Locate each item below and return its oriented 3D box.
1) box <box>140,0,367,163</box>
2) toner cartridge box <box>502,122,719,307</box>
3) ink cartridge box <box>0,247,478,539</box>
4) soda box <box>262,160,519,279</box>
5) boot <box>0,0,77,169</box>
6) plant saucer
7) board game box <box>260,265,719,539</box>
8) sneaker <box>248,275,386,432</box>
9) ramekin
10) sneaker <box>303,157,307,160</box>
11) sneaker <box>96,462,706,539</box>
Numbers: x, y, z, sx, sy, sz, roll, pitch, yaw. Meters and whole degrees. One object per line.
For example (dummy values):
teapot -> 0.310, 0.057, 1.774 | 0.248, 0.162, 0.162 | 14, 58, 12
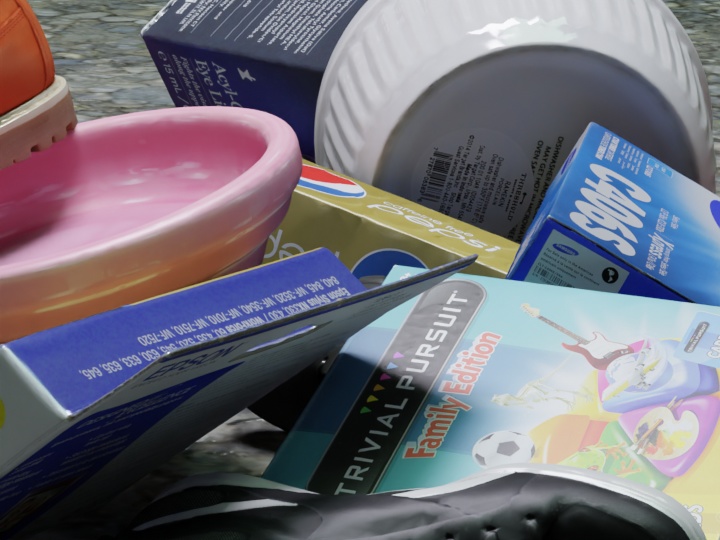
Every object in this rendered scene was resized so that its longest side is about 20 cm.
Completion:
box -> 0.000, -0.095, 1.484 | 0.200, 0.148, 0.104 | 14, 51, 42
toner cartridge box -> 0.118, -0.004, 1.114 | 0.095, 0.043, 0.200 | 32, 17, 0
ink cartridge box -> -0.085, 0.043, 0.925 | 0.200, 0.047, 0.197 | -37, -11, 31
soda box -> 0.000, 0.000, 1.188 | 0.199, 0.064, 0.068 | 23, 14, 19
boot -> -0.203, -0.073, 1.059 | 0.075, 0.108, 0.200 | 2, 25, 36
plant saucer -> -0.117, -0.010, 1.054 | 0.200, 0.051, 0.201 | -12, 18, 4
board game box -> 0.079, 0.069, 0.953 | 0.199, 0.047, 0.151 | 8, 37, 21
sneaker -> 0.020, 0.054, 1.083 | 0.199, 0.076, 0.091 | 8, 22, 35
ramekin -> 0.078, -0.051, 1.283 | 0.199, 0.201, 0.105 | 1, 23, -5
sneaker -> -0.109, -0.028, 1.398 | 0.120, 0.084, 0.200 | 16, 18, 16
sneaker -> 0.005, 0.112, 0.844 | 0.199, 0.073, 0.112 | -2, 14, 19
